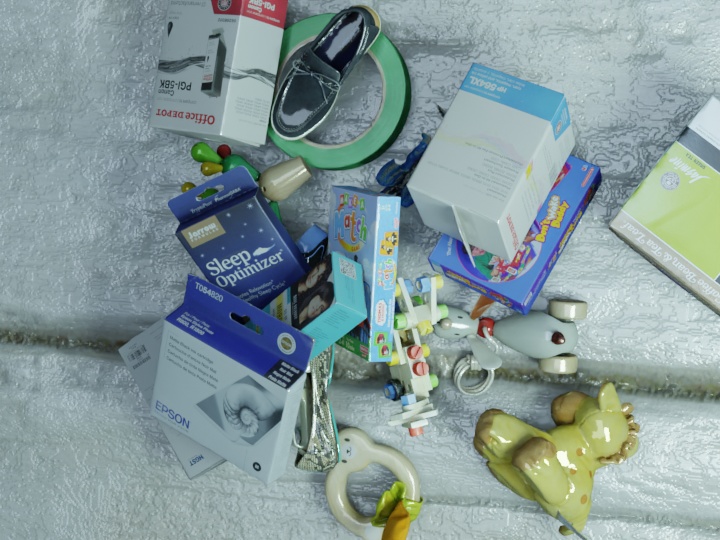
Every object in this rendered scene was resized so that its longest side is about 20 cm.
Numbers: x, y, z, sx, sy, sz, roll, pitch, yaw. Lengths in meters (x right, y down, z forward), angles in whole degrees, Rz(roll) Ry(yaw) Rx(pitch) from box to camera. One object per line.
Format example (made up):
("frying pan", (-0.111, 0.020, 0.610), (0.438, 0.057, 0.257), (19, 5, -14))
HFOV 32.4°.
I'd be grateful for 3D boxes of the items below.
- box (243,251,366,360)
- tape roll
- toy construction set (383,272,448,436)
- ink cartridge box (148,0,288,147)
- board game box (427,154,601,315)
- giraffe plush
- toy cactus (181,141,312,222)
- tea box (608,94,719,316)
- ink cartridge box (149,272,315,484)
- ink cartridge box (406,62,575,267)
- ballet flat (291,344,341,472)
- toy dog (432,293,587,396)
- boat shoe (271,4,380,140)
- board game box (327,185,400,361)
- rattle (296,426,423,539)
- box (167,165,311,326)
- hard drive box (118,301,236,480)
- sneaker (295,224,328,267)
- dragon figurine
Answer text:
("box", (-0.076, 0.067, 1.514), (0.200, 0.049, 0.082), (-39, 40, 34))
("tape roll", (-0.035, -0.232, 1.619), (0.200, 0.048, 0.201), (0, 90, 12))
("toy construction set", (0.065, 0.109, 1.556), (0.092, 0.131, 0.200), (3, 79, -26))
("ink cartridge box", (-0.185, -0.270, 1.605), (0.147, 0.083, 0.200), (11, 93, 39))
("board game box", (0.192, -0.063, 1.535), (0.134, 0.045, 0.200), (27, 78, 21))
("giraffe plush", (0.259, 0.213, 1.522), (0.200, 0.173, 0.162), (41, 76, 19))
("toy cactus", (-0.136, -0.090, 1.608), (0.165, 0.102, 0.200), (-30, 77, 9))
("tea box", (0.433, -0.067, 1.482), (0.200, 0.134, 0.197), (40, 97, 9))
("ink cartridge box", (-0.161, 0.132, 1.507), (0.199, 0.041, 0.200), (26, 119, 24))
("ink cartridge box", (0.151, -0.116, 1.470), (0.125, 0.129, 0.200), (25, 77, 22))
("ballet flat", (-0.066, 0.154, 1.564), (0.075, 0.068, 0.200), (-1, 86, -20))
("toy dog", (0.189, 0.081, 1.551), (0.200, 0.096, 0.132), (-16, 87, 11))
("boat shoe", (-0.049, -0.252, 1.567), (0.075, 0.062, 0.200), (39, 99, 7))
("board game box", (0.000, 0.000, 1.547), (0.037, 0.151, 0.200), (1, 98, -23))
("rattle", (-0.017, 0.263, 1.578), (0.130, 0.143, 0.200), (-34, 90, 28))
("box", (-0.144, -0.023, 1.539), (0.121, 0.032, 0.200), (-23, 115, 20))
("hard drive box", (-0.201, 0.147, 1.615), (0.156, 0.077, 0.200), (-33, 83, 33))
("sneaker", (-0.080, 0.041, 1.624), (0.078, 0.070, 0.200), (30, 103, 7))
("dragon figurine", (0.061, -0.119, 1.555), (0.059, 0.200, 0.099), (46, 61, 6))
